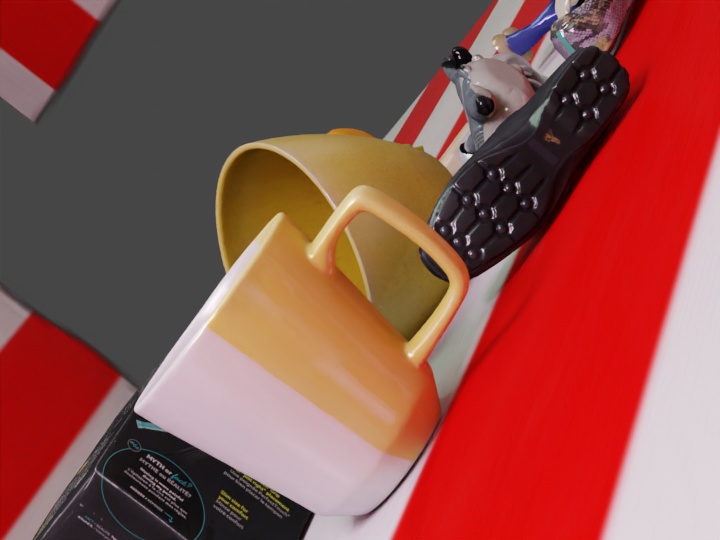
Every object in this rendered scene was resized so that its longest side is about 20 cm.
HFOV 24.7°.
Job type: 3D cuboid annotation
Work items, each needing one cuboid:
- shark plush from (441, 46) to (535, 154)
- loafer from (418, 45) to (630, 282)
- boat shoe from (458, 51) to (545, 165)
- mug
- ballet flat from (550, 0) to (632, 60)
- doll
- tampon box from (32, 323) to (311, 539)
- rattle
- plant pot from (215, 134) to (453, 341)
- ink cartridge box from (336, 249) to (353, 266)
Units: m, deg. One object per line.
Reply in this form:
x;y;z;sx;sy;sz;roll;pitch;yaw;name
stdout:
0.089;-0.123;1.290;0.200;0.090;0.084;49;133;48;shark plush
0.111;-0.067;1.121;0.201;0.068;0.070;-49;-4;-16;loafer
0.134;-0.138;1.392;0.065;0.073;0.201;-44;20;31;boat shoe
-0.026;0.062;0.987;0.187;0.153;0.150;-45;9;51;mug
0.206;-0.241;1.389;0.072;0.072;0.201;-47;8;45;ballet flat
0.219;-0.286;1.655;0.200;0.049;0.136;-43;0;27;doll
-0.125;0.167;1.176;0.126;0.149;0.200;-49;7;30;tampon box
0.077;-0.151;1.579;0.130;0.143;0.200;-34;-12;-33;rattle
0.002;-0.022;1.262;0.141;0.201;0.200;-23;-11;-31;plant pot
0.000;0.000;1.447;0.148;0.076;0.200;-41;10;0;ink cartridge box
